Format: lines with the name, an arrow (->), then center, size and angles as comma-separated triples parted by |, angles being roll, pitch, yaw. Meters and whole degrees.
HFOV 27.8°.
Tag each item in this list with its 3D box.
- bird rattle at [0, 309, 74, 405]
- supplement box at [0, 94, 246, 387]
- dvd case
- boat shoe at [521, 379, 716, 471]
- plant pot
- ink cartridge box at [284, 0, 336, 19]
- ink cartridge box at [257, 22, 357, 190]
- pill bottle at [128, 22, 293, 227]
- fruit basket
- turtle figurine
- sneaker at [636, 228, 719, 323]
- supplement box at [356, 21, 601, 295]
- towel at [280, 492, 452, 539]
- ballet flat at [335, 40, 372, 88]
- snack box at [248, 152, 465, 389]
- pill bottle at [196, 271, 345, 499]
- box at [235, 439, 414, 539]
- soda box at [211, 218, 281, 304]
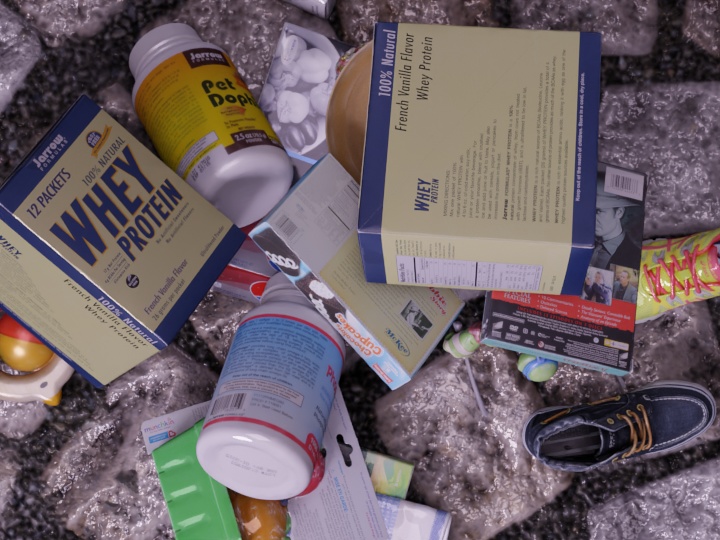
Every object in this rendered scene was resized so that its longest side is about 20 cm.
bird rattle -> -0.357, 0.056, 1.457 | 0.162, 0.113, 0.202 | 16, 75, -11
supplement box -> -0.250, -0.021, 1.348 | 0.200, 0.199, 0.135 | 41, 60, -12
dvd case -> 0.192, -0.013, 1.351 | 0.145, 0.022, 0.202 | 13, 71, -11
boat shoe -> 0.262, 0.160, 1.439 | 0.198, 0.091, 0.072 | -11, 95, 0
plant pot -> 0.065, -0.139, 1.400 | 0.198, 0.028, 0.202 | 2, 108, 5
ink cartridge box -> -0.094, -0.364, 1.456 | 0.199, 0.086, 0.147 | 25, 88, 2
ink cartridge box -> -0.016, -0.124, 1.472 | 0.198, 0.043, 0.200 | 19, 87, 0
pill bottle -> -0.152, -0.145, 1.414 | 0.109, 0.109, 0.201 | -31, 63, -1
fruit basket -> -0.094, 0.204, 1.403 | 0.198, 0.094, 0.187 | -15, 71, -15
turtle figurine -> 0.151, 0.034, 1.454 | 0.143, 0.200, 0.196 | -21, 67, 21
sneaker -> 0.327, -0.003, 1.447 | 0.198, 0.090, 0.079 | -21, 90, 0
supplement box -> 0.104, -0.096, 1.280 | 0.198, 0.134, 0.202 | 3, 71, 4
towel -> -0.016, 0.289, 1.435 | 0.198, 0.024, 0.148 | 13, 88, 1
ballet flat -> 0.076, -0.205, 1.423 | 0.198, 0.064, 0.076 | 6, 52, -2
snack box -> 0.000, 0.000, 1.366 | 0.200, 0.037, 0.116 | 48, 50, -8
pill bottle -> -0.075, 0.102, 1.351 | 0.108, 0.109, 0.201 | 17, 53, 0
box -> -0.059, 0.235, 1.465 | 0.198, 0.036, 0.146 | 16, 89, -1
soda box -> -0.045, 0.007, 1.446 | 0.198, 0.070, 0.064 | 17, 61, -1
